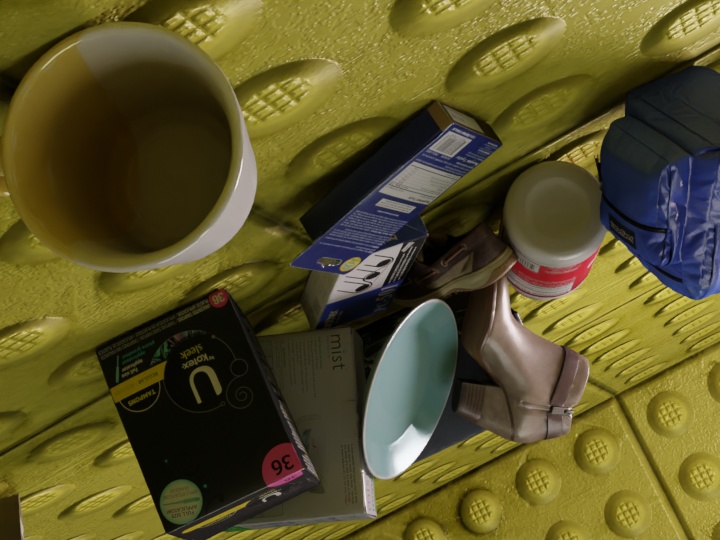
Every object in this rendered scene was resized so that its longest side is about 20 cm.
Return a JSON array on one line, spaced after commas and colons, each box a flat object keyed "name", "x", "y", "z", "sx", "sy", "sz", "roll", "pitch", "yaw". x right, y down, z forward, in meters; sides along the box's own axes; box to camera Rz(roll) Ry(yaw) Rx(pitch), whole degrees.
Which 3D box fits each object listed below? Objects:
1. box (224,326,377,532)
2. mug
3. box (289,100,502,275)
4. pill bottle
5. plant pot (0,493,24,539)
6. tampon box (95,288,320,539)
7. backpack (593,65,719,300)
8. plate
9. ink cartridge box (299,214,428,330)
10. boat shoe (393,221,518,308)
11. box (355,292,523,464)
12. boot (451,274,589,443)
[{"name": "box", "x": -0.079, "y": 0.173, "z": 1.502, "sx": 0.175, "sy": 0.202, "sz": 0.097, "roll": -7, "pitch": 166, "yaw": 6}, {"name": "mug", "x": -0.148, "y": -0.077, "z": 0.900, "sx": 0.150, "sy": 0.186, "sz": 0.153, "roll": -59, "pitch": 171, "yaw": -1}, {"name": "box", "x": 0.026, "y": -0.070, "z": 1.259, "sx": 0.200, "sy": 0.033, "sz": 0.121, "roll": -41, "pitch": 160, "yaw": 18}, {"name": "pill bottle", "x": 0.206, "y": -0.034, "z": 1.526, "sx": 0.112, "sy": 0.113, "sz": 0.200, "roll": -24, "pitch": 164, "yaw": -5}, {"name": "plant pot", "x": -0.499, "y": 0.375, "z": 1.663, "sx": 0.198, "sy": 0.189, "sz": 0.188, "roll": -6, "pitch": 159, "yaw": -14}, {"name": "tampon box", "x": -0.152, "y": 0.150, "z": 1.403, "sx": 0.149, "sy": 0.201, "sz": 0.126, "roll": -26, "pitch": 164, "yaw": 0}, {"name": "backpack", "x": 0.323, "y": -0.075, "z": 1.388, "sx": 0.167, "sy": 0.163, "sz": 0.201, "roll": -20, "pitch": 129, "yaw": -14}, {"name": "plate", "x": 0.047, "y": 0.124, "z": 1.489, "sx": 0.200, "sy": 0.025, "sz": 0.202, "roll": -39, "pitch": 138, "yaw": -46}, {"name": "ink cartridge box", "x": 0.000, "y": 0.000, "z": 1.445, "sx": 0.093, "sy": 0.044, "sz": 0.200, "roll": -18, "pitch": 162, "yaw": -18}, {"name": "boat shoe", "x": 0.086, "y": -0.013, "z": 1.507, "sx": 0.072, "sy": 0.072, "sz": 0.200, "roll": -45, "pitch": -165, "yaw": -28}, {"name": "box", "x": 0.092, "y": 0.119, "z": 1.671, "sx": 0.199, "sy": 0.125, "sz": 0.197, "roll": -24, "pitch": -164, "yaw": -6}, {"name": "boot", "x": 0.186, "y": 0.095, "z": 1.550, "sx": 0.145, "sy": 0.202, "sz": 0.070, "roll": 8, "pitch": -164, "yaw": -15}]
